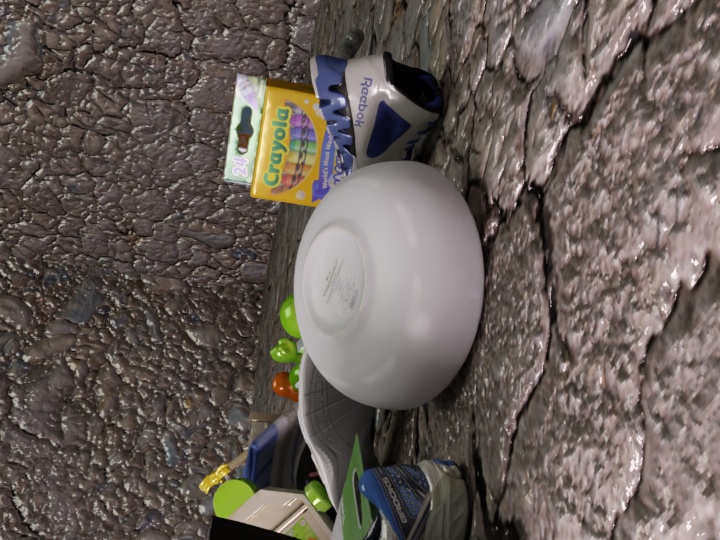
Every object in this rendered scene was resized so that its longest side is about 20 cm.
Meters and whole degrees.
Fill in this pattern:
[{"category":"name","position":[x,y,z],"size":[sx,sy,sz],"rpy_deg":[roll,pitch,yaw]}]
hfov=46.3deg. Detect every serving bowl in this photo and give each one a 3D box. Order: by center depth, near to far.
[{"category":"serving bowl","position":[0.004,0.010,0.662],"size":[0.200,0.066,0.201],"rpy_deg":[-6,83,52]}]

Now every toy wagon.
[{"category":"toy wagon","position":[-0.085,0.279,0.845],"size":[0.155,0.200,0.040],"rpy_deg":[-42,-15,7]}]

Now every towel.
[{"category":"towel","position":[-0.073,0.208,1.019],"size":[0.200,0.024,0.147],"rpy_deg":[-34,-34,-48]}]

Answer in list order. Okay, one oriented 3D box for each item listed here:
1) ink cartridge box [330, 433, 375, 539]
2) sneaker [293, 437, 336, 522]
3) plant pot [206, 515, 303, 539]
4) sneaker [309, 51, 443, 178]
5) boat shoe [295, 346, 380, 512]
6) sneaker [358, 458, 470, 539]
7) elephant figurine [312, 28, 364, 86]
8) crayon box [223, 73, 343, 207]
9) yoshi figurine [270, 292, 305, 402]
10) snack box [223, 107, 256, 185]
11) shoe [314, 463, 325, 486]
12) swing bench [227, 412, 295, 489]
[{"category":"ink cartridge box","position":[0.009,0.248,0.706],"size":[0.104,0.059,0.201],"rpy_deg":[-100,20,-61]},{"category":"sneaker","position":[-0.037,0.278,0.958],"size":[0.099,0.070,0.201],"rpy_deg":[170,104,-76]},{"category":"plant pot","position":[-0.009,0.275,0.435],"size":[0.200,0.177,0.200],"rpy_deg":[-101,21,-66]},{"category":"sneaker","position":[0.033,-0.135,0.840],"size":[0.081,0.115,0.200],"rpy_deg":[-89,-18,-45]},{"category":"boat shoe","position":[-0.024,0.145,0.805],"size":[0.065,0.074,0.203],"rpy_deg":[36,144,55]},{"category":"sneaker","position":[0.018,0.230,0.591],"size":[0.077,0.085,0.201],"rpy_deg":[161,116,-80]},{"category":"elephant figurine","position":[-0.045,-0.264,1.353],"size":[0.142,0.155,0.200],"rpy_deg":[54,-150,-30]},{"category":"crayon box","position":[-0.047,-0.137,0.938],"size":[0.052,0.199,0.126],"rpy_deg":[-104,24,-66]},{"category":"yoshi figurine","position":[-0.069,0.087,1.093],"size":[0.200,0.112,0.113],"rpy_deg":[117,143,-53]},{"category":"snack box","position":[-0.061,-0.148,1.039],"size":[0.142,0.199,0.053],"rpy_deg":[-95,17,-55]},{"category":"shoe","position":[-0.013,0.153,0.966],"size":[0.053,0.070,0.201],"rpy_deg":[33,-126,-55]},{"category":"swing bench","position":[-0.139,0.361,1.324],"size":[0.200,0.129,0.199],"rpy_deg":[118,160,-49]}]
